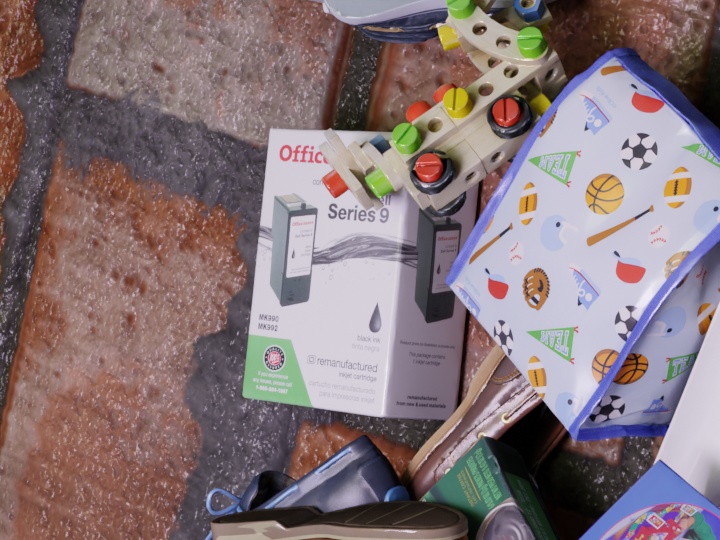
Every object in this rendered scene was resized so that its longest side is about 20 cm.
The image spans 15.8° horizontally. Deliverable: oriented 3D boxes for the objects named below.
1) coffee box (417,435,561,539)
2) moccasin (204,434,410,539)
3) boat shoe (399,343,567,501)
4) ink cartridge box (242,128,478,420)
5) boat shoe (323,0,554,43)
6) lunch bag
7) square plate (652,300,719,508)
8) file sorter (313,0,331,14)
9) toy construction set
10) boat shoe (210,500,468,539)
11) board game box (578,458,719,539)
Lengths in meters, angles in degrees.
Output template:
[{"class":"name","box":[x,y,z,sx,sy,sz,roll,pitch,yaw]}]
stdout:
[{"class":"coffee box","box":[0.048,0.220,1.715,0.200,0.044,0.123,-46,40,21]},{"class":"moccasin","box":[-0.052,0.169,1.817,0.200,0.080,0.068,-26,84,27]},{"class":"boat shoe","box":[0.087,0.129,1.773,0.070,0.070,0.200,49,118,39]},{"class":"ink cartridge box","box":[0.000,0.000,1.857,0.146,0.084,0.201,4,89,43]},{"class":"boat shoe","box":[0.077,-0.206,1.820,0.200,0.091,0.071,-6,82,16]},{"class":"lunch bag","box":[0.175,-0.018,1.671,0.170,0.124,0.200,49,126,36]},{"class":"square plate","box":[0.268,0.133,1.601,0.198,0.028,0.200,47,135,36]},{"class":"file sorter","box":[-0.027,-0.310,1.883,0.139,0.124,0.201,-22,71,39]},{"class":"toy construction set","box":[0.055,-0.109,1.723,0.200,0.092,0.131,-43,59,10]},{"class":"boat shoe","box":[-0.009,0.193,1.717,0.200,0.072,0.068,-5,95,39]},{"class":"board game box","box":[0.163,0.230,1.594,0.200,0.045,0.134,-43,46,-7]}]
